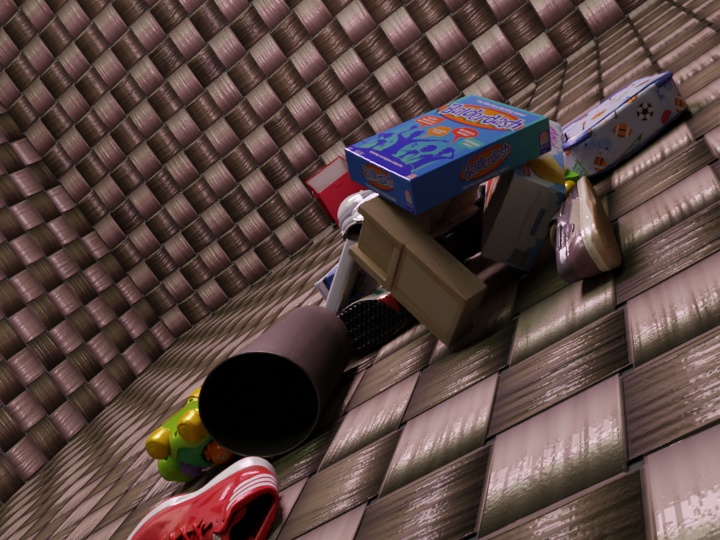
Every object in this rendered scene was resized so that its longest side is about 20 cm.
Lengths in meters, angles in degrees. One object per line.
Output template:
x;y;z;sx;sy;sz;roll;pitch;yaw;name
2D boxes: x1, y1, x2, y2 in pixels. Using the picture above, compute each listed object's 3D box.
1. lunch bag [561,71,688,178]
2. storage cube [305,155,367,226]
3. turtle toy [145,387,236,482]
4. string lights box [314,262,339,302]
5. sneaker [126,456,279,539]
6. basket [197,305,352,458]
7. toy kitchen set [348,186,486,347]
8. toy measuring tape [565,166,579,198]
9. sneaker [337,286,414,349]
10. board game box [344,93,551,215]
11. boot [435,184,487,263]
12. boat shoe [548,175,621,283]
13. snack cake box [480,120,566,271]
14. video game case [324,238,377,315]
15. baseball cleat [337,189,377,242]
0.368;-0.210;1.191;0.198;0.076;0.160;-33;9;5;lunch bag
-0.078;-0.305;3.147;0.199;0.181;0.171;-36;30;-6;storage cube
-0.229;0.238;1.160;0.198;0.102;0.146;-32;9;33;turtle toy
-0.001;-0.003;1.686;0.103;0.059;0.199;-42;9;-38;string lights box
-0.166;0.267;0.813;0.199;0.079;0.115;-40;7;-10;sneaker
-0.096;0.135;1.076;0.178;0.138;0.200;-24;9;25;basket
0.108;-0.007;1.000;0.198;0.180;0.165;-29;-31;-34;toy kitchen set
0.252;-0.140;1.199;0.073;0.074;0.200;-37;30;-5;toy measuring tape
0.054;0.049;1.171;0.198;0.071;0.093;-33;-7;23;sneaker
0.101;-0.143;0.954;0.197;0.046;0.152;-26;32;-22;board game box
0.120;-0.062;1.153;0.208;0.081;0.157;1;-20;-39;boot
0.233;-0.044;0.865;0.064;0.073;0.201;-28;16;20;boat shoe
0.205;-0.106;1.024;0.201;0.066;0.117;-73;0;-55;snack cake box
0.000;0.000;1.250;0.182;0.023;0.204;-13;-57;-71;video game case
0.063;-0.089;1.089;0.197;0.070;0.107;-27;34;12;baseball cleat
